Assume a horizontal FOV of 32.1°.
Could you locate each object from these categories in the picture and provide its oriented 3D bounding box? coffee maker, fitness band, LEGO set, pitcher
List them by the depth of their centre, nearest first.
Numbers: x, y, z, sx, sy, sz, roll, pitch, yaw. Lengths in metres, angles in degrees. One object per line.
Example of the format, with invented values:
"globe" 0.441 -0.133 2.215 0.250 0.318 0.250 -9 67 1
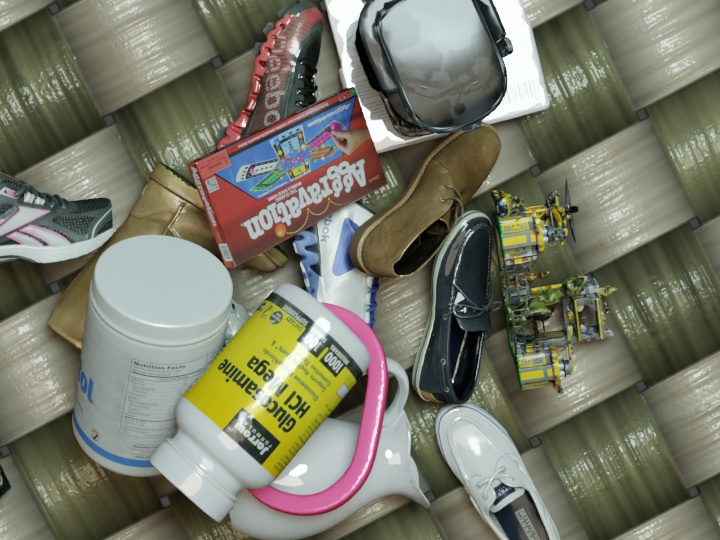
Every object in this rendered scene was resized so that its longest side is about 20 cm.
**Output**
"coffee maker" 0.047 -0.214 1.142 0.192 0.200 0.135 42 92 -5
"fitness band" -0.048 0.130 1.187 0.142 0.037 0.202 8 76 7
"LEGO set" 0.198 0.014 1.228 0.115 0.154 0.202 -9 95 3
"pitcher" -0.040 0.177 1.245 0.198 0.121 0.173 -10 109 -6

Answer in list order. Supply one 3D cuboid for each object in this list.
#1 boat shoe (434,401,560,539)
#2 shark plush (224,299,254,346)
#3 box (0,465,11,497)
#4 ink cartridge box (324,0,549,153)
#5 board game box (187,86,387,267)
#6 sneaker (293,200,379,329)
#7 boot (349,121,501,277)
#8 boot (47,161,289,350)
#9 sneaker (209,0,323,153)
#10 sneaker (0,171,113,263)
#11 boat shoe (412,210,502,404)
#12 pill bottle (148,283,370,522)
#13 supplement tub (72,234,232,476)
"boat shoe" 0.147 0.222 1.282 0.073 0.065 0.201 -38 93 2
"shark plush" -0.148 0.073 1.236 0.082 0.091 0.201 -1 133 22
"box" -0.412 0.168 1.206 0.049 0.200 0.161 -22 94 -1
"ink cartridge box" 0.074 -0.224 1.264 0.198 0.045 0.178 -14 94 0
"board game box" -0.064 -0.091 1.183 0.199 0.019 0.104 -31 110 -35
"sneaker" 0.000 -0.001 1.259 0.114 0.081 0.201 -17 92 3
"boot" 0.081 -0.065 1.213 0.200 0.075 0.074 -47 122 -18
"boot" -0.193 0.017 1.271 0.174 0.066 0.201 34 94 5
"sneaker" -0.071 -0.166 1.242 0.097 0.071 0.202 26 95 24
"sneaker" -0.329 -0.054 1.203 0.199 0.080 0.087 -14 116 -34
"boat shoe" 0.105 0.041 1.260 0.074 0.062 0.202 6 100 -44
"pill bottle" -0.092 0.119 1.117 0.112 0.112 0.200 41 80 -3
"supplement tub" -0.197 0.083 1.175 0.131 0.132 0.201 15 127 -1
